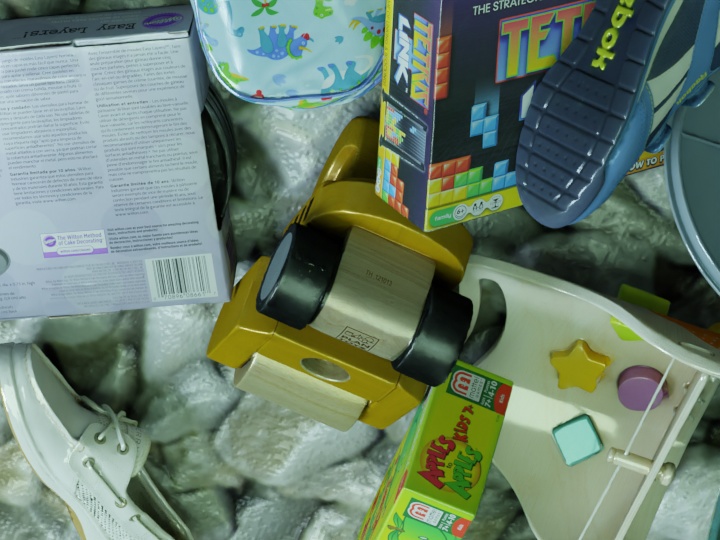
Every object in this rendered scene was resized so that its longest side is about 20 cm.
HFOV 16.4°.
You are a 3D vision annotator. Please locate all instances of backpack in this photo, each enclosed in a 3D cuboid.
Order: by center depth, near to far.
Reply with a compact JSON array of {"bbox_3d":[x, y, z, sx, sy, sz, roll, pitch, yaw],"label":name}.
[{"bbox_3d":[-0.037,-0.190,1.392,0.162,0.154,0.201,-4,133,-1],"label":"backpack"}]

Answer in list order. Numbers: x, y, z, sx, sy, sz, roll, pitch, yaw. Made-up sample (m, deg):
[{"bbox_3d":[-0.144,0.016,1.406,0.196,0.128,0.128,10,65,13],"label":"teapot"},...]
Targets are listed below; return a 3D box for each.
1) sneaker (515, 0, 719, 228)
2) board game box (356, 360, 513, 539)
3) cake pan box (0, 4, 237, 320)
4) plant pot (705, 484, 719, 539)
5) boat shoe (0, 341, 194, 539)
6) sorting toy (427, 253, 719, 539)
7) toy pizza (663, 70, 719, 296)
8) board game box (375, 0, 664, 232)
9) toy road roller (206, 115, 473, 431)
[{"bbox_3d":[0.156,-0.108,1.359,0.082,0.074,0.201,20,103,-45],"label":"sneaker"},{"bbox_3d":[0.034,0.153,1.548,0.047,0.102,0.200,21,142,-2],"label":"board game box"},{"bbox_3d":[-0.176,-0.063,1.510,0.198,0.052,0.185,-5,121,6],"label":"cake pan box"},{"bbox_3d":[0.326,0.125,1.471,0.195,0.200,0.202,18,121,17],"label":"plant pot"},{"bbox_3d":[-0.167,0.116,1.602,0.069,0.071,0.201,-20,125,12],"label":"boat shoe"},{"bbox_3d":[0.127,0.067,1.547,0.179,0.107,0.201,25,130,4],"label":"sorting toy"},{"bbox_3d":[0.259,-0.049,1.440,0.199,0.201,0.032,29,157,-13],"label":"toy pizza"},{"bbox_3d":[0.108,-0.126,1.398,0.199,0.057,0.166,-17,126,-29],"label":"board game box"},{"bbox_3d":[0.000,0.000,1.514,0.122,0.147,0.200,23,155,-10],"label":"toy road roller"}]
